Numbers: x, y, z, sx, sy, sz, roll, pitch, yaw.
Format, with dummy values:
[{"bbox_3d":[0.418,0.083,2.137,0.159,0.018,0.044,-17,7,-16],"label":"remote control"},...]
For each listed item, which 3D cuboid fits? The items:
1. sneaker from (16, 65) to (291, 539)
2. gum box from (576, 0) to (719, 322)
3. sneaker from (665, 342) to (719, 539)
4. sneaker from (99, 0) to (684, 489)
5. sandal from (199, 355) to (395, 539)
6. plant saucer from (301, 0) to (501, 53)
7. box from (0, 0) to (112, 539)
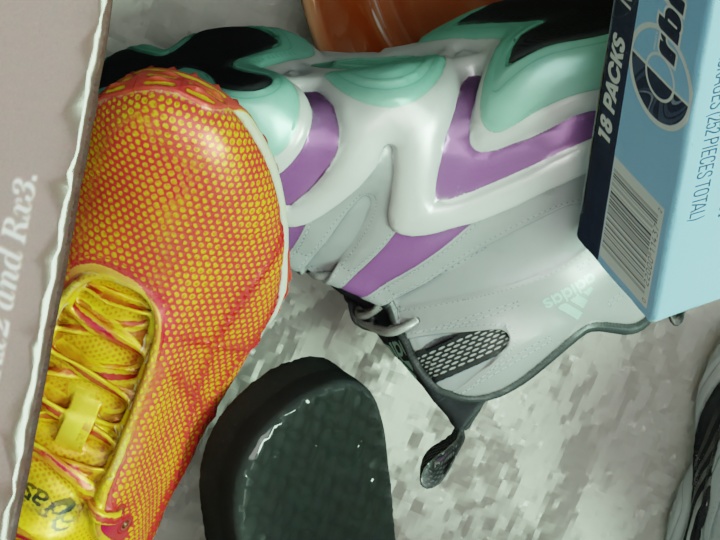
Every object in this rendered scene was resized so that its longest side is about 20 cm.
[{"bbox_3d":[-0.068,0.034,0.729,0.072,0.077,0.201,19,126,2],"label":"sneaker"},{"bbox_3d":[0.161,-0.087,0.705,0.199,0.045,0.171,-17,136,-24],"label":"gum box"},{"bbox_3d":[0.139,0.115,0.819,0.074,0.115,0.202,7,97,-15],"label":"sneaker"},{"bbox_3d":[0.000,0.000,0.772,0.198,0.078,0.141,-5,112,8],"label":"sneaker"},{"bbox_3d":[-0.022,0.108,0.800,0.075,0.048,0.202,-25,130,-34],"label":"sandal"},{"bbox_3d":[0.079,-0.106,0.794,0.198,0.032,0.202,-1,108,-2],"label":"plant saucer"},{"bbox_3d":[-0.170,-0.016,0.676,0.163,0.200,0.167,10,96,-16],"label":"box"}]
